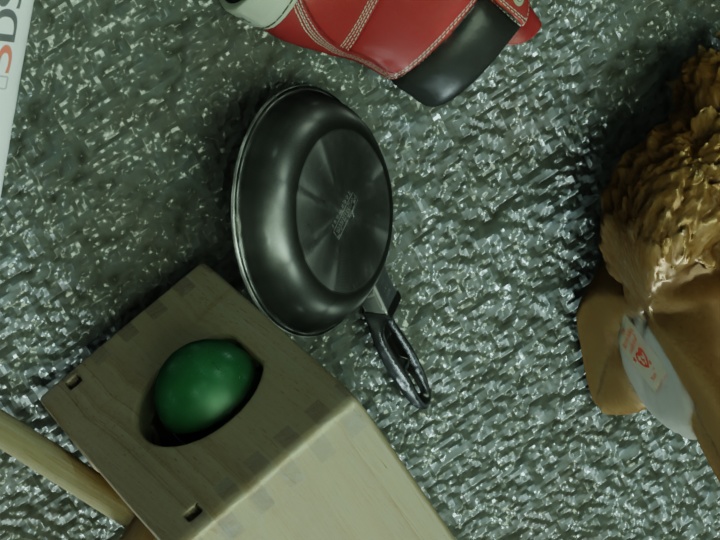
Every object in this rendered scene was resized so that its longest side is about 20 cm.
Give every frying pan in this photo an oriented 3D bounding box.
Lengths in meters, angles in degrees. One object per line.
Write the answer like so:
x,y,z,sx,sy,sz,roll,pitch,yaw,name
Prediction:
-0.009,0.007,1.173,0.115,0.031,0.191,-42,123,-47,frying pan

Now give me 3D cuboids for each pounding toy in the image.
-0.071,0.101,1.137,0.142,0.184,0.200,-40,125,-8,pounding toy

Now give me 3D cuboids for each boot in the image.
0.043,-0.177,1.141,0.144,0.072,0.201,22,106,-28,boot

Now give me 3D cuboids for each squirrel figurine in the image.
0.208,-0.013,1.231,0.186,0.141,0.201,-28,119,-19,squirrel figurine

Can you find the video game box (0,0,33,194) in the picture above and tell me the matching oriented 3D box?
-0.239,-0.093,1.063,0.199,0.047,0.183,5,103,-24,video game box
